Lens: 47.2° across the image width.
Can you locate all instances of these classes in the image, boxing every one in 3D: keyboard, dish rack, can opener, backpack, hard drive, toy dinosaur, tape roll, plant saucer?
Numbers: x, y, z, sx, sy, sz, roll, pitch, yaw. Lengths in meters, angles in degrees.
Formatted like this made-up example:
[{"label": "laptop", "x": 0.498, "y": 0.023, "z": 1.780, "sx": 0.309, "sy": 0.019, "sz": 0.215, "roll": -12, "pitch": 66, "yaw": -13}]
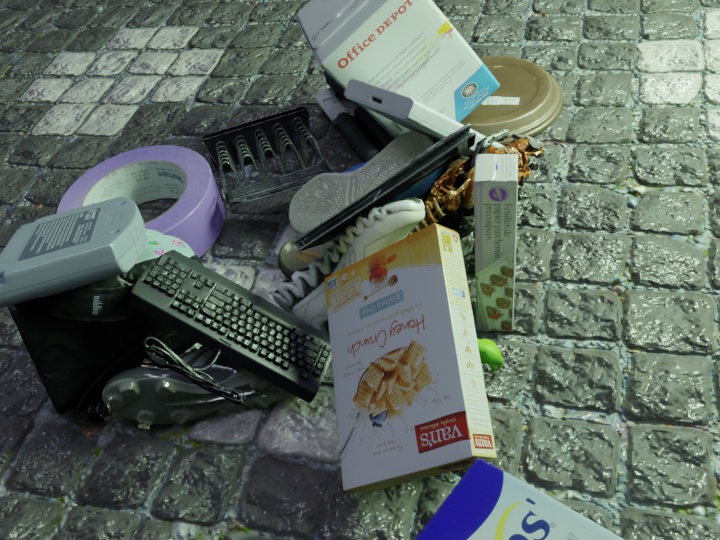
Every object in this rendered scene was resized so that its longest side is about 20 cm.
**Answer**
[{"label": "keyboard", "x": -0.126, "y": 0.065, "z": 0.779, "sx": 0.199, "sy": 0.021, "sz": 0.128, "roll": 29, "pitch": 51, "yaw": -4}, {"label": "dish rack", "x": -0.120, "y": -0.146, "z": 1.059, "sx": 0.152, "sy": 0.055, "sz": 0.200, "roll": -19, "pitch": 27, "yaw": -5}, {"label": "can opener", "x": -0.010, "y": -0.215, "z": 1.122, "sx": 0.053, "sy": 0.067, "sz": 0.200, "roll": -23, "pitch": 44, "yaw": -10}, {"label": "backpack", "x": -0.250, "y": 0.038, "z": 0.859, "sx": 0.199, "sy": 0.168, "sz": 0.126, "roll": -26, "pitch": 39, "yaw": -23}, {"label": "hard drive", "x": 0.092, "y": -0.165, "z": 0.962, "sx": 0.132, "sy": 0.199, "sz": 0.026, "roll": 34, "pitch": 102, "yaw": 51}, {"label": "toy dinosaur", "x": 0.118, "y": -0.081, "z": 0.895, "sx": 0.198, "sy": 0.137, "sz": 0.102, "roll": -14, "pitch": 40, "yaw": -13}, {"label": "tape roll", "x": -0.275, "y": -0.073, "z": 1.041, "sx": 0.198, "sy": 0.066, "sz": 0.201, "roll": -6, "pitch": 44, "yaw": 6}, {"label": "plant saucer", "x": 0.177, "y": -0.238, "z": 1.130, "sx": 0.198, "sy": 0.030, "sz": 0.201, "roll": -6, "pitch": 44, "yaw": 6}]

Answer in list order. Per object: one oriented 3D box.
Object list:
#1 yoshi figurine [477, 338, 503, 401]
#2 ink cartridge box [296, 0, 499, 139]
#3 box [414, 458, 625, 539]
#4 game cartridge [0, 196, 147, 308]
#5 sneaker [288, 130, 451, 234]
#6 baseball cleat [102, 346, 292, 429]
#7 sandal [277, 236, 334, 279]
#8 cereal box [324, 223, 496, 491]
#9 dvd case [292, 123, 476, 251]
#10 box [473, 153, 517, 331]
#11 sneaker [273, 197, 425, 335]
[{"label": "yoshi figurine", "x": 0.071, "y": 0.076, "z": 0.801, "sx": 0.112, "sy": 0.112, "sz": 0.201, "roll": -35, "pitch": 46, "yaw": 38}, {"label": "ink cartridge box", "x": 0.046, "y": -0.280, "z": 1.046, "sx": 0.146, "sy": 0.200, "sz": 0.147, "roll": -39, "pitch": 41, "yaw": 15}, {"label": "box", "x": 0.114, "y": 0.266, "z": 0.564, "sx": 0.199, "sy": 0.105, "sz": 0.184, "roll": 24, "pitch": 54, "yaw": 34}, {"label": "game cartridge", "x": -0.275, "y": -0.024, "z": 0.798, "sx": 0.132, "sy": 0.041, "sz": 0.200, "roll": -20, "pitch": 21, "yaw": -6}, {"label": "sneaker", "x": 0.017, "y": -0.094, "z": 0.989, "sx": 0.199, "sy": 0.111, "sz": 0.077, "roll": -30, "pitch": 74, "yaw": 20}, {"label": "baseball cleat", "x": -0.156, "y": 0.101, "z": 0.839, "sx": 0.198, "sy": 0.070, "sz": 0.107, "roll": -3, "pitch": 37, "yaw": -4}, {"label": "sandal", "x": -0.008, "y": -0.012, "z": 0.919, "sx": 0.199, "sy": 0.055, "sz": 0.082, "roll": 16, "pitch": 50, "yaw": 28}, {"label": "cereal box", "x": 0.036, "y": 0.078, "z": 0.713, "sx": 0.143, "sy": 0.039, "sz": 0.202, "roll": -26, "pitch": 59, "yaw": 37}, {"label": "dvd case", "x": 0.029, "y": -0.083, "z": 0.837, "sx": 0.199, "sy": 0.016, "sz": 0.149, "roll": -33, "pitch": 0, "yaw": 9}, {"label": "box", "x": 0.129, "y": -0.020, "z": 0.788, "sx": 0.038, "sy": 0.201, "sz": 0.042, "roll": 0, "pitch": 46, "yaw": 9}, {"label": "sneaker", "x": 0.000, "y": 0.000, "z": 0.832, "sx": 0.081, "sy": 0.200, "sz": 0.075, "roll": 56, "pitch": 33, "yaw": 10}]
